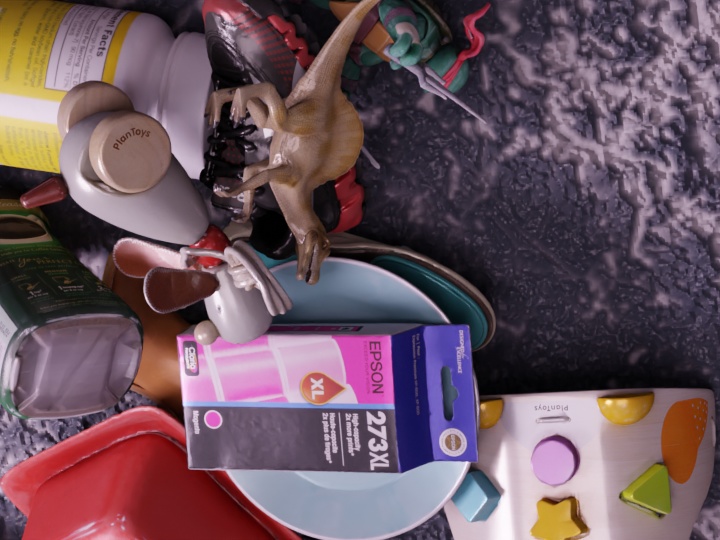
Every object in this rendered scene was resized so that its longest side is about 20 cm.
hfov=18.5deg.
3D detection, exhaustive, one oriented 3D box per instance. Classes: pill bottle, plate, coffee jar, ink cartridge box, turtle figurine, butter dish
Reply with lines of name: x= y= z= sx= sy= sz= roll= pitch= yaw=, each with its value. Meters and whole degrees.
pill bottle: x=-0.188 y=-0.121 z=1.484 sx=0.198 sy=0.114 sz=0.115 roll=9 pitch=112 yaw=9
plate: x=-0.013 y=0.086 z=1.493 sx=0.198 sy=0.026 sz=0.202 roll=4 pitch=106 yaw=16
coffee jar: x=-0.235 y=0.017 z=1.502 sx=0.104 sy=0.200 sz=0.086 roll=-4 pitch=121 yaw=-34
ink cartridge box: x=-0.023 y=0.084 z=1.465 sx=0.198 sy=0.037 sz=0.096 roll=-1 pitch=102 yaw=16
turtle figurine: x=0.002 y=-0.156 z=1.439 sx=0.200 sy=0.101 sz=0.150 roll=39 pitch=150 yaw=-1
butter dish: x=-0.160 y=0.221 z=1.562 sx=0.199 sy=0.148 sz=0.200 roll=-27 pitch=115 yaw=39

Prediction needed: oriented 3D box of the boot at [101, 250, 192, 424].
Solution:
boot: x=-0.093 y=0.069 z=1.550 sx=0.154 sy=0.077 sz=0.202 roll=-6 pitch=115 yaw=20

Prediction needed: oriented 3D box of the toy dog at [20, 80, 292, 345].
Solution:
toy dog: x=-0.139 y=-0.022 z=1.396 sx=0.096 sy=0.132 sz=0.201 roll=-37 pitch=95 yaw=-8

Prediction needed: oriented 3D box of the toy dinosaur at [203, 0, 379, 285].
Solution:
toy dinosaur: x=-0.040 y=-0.094 z=1.366 sx=0.100 sy=0.058 sz=0.202 roll=3 pitch=111 yaw=-27

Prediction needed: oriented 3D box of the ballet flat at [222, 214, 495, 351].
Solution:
ballet flat: x=0.000 y=0.000 z=1.516 sx=0.198 sy=0.070 sz=0.070 roll=18 pitch=114 yaw=0

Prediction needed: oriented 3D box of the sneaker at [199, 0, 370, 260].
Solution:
sneaker: x=-0.064 y=-0.090 z=1.416 sx=0.071 sy=0.098 sz=0.202 roll=19 pitch=140 yaw=45

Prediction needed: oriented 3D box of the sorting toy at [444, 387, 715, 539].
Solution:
sorting toy: x=0.141 y=0.174 z=1.497 sx=0.198 sy=0.107 sz=0.182 roll=-4 pitch=84 yaw=14
